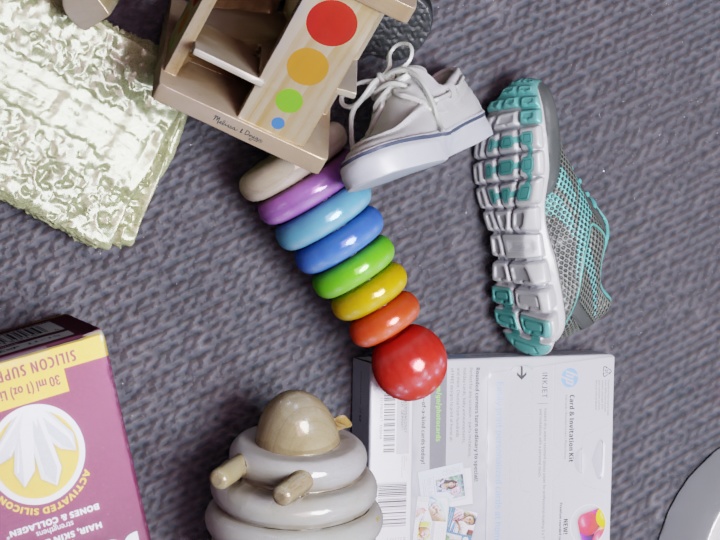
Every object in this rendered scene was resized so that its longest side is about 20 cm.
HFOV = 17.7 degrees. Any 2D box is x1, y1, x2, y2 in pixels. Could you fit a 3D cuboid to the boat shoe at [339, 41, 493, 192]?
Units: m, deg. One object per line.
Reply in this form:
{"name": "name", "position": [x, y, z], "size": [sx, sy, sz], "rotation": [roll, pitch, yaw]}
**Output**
{"name": "boat shoe", "position": [0.031, -0.112, 1.591], "size": [0.202, 0.074, 0.087], "rotation": [-29, 98, -61]}

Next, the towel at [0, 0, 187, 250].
{"name": "towel", "position": [-0.215, -0.112, 1.556], "size": [0.199, 0.036, 0.149], "rotation": [26, 86, -23]}

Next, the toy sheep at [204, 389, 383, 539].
{"name": "toy sheep", "position": [-0.048, 0.178, 1.604], "size": [0.137, 0.138, 0.202], "rotation": [-2, 109, -22]}

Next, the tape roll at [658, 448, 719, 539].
{"name": "tape roll", "position": [0.333, 0.230, 1.793], "size": [0.201, 0.071, 0.204], "rotation": [-2, 96, -22]}

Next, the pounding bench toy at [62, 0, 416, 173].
{"name": "pounding bench toy", "position": [-0.078, -0.193, 1.513], "size": [0.199, 0.125, 0.157], "rotation": [24, 121, -14]}

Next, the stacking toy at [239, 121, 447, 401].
{"name": "stacking toy", "position": [0.000, 0.000, 1.612], "size": [0.085, 0.085, 0.201], "rotation": [-34, 97, -15]}

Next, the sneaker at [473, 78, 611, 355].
{"name": "sneaker", "position": [0.140, -0.043, 1.697], "size": [0.091, 0.077, 0.202], "rotation": [-13, 104, -37]}

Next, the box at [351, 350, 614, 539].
{"name": "box", "position": [0.090, 0.139, 1.702], "size": [0.198, 0.041, 0.157], "rotation": [-1, 96, -21]}

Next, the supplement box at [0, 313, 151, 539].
{"name": "supplement box", "position": [-0.222, 0.145, 1.543], "size": [0.130, 0.103, 0.202], "rotation": [-17, 102, -20]}

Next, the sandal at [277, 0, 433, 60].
{"name": "sandal", "position": [-0.041, -0.212, 1.607], "size": [0.200, 0.048, 0.075], "rotation": [30, 117, -22]}
